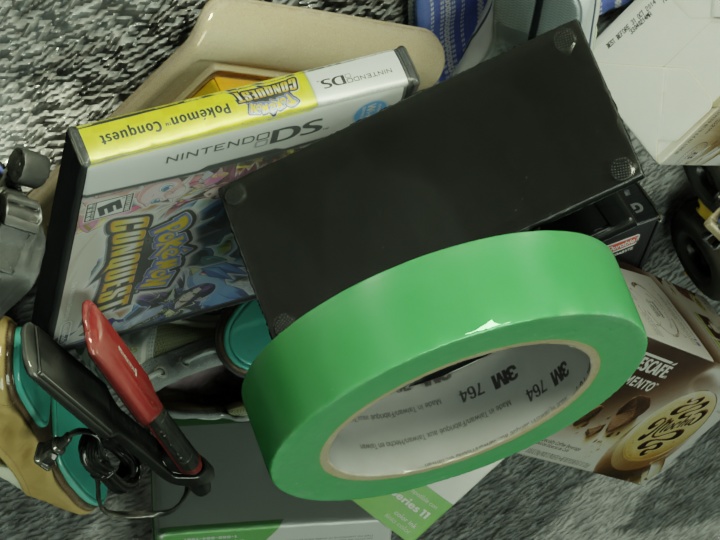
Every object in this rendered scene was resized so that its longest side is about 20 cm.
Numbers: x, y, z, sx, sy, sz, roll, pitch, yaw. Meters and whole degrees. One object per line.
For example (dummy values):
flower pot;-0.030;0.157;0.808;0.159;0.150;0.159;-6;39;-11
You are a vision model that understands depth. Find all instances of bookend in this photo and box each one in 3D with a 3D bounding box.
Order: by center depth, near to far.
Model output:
bookend;0.058;-0.014;1.409;0.198;0.092;0.200;-25;157;8

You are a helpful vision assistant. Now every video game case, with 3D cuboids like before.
video game case;-0.073;-0.032;1.403;0.180;0.026;0.200;-16;155;-21

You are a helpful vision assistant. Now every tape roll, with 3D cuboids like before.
tape roll;0.042;0.050;1.355;0.200;0.048;0.201;-18;157;-8

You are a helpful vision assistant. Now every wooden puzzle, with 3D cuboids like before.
wooden puzzle;-0.069;-0.057;1.423;0.185;0.037;0.200;4;139;-48

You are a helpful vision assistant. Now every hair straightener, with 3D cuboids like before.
hair straightener;-0.138;0.084;1.472;0.077;0.041;0.200;-18;148;10

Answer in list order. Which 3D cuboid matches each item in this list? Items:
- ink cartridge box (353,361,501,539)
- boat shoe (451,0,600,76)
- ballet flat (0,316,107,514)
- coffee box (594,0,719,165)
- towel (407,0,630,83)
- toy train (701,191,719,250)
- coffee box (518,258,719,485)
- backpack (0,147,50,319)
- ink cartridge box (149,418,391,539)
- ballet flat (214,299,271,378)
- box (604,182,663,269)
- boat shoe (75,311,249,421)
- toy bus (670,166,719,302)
ink cartridge box;0.074;0.048;1.561;0.067;0.117;0.200;39;114;-16
boat shoe;0.097;-0.122;1.435;0.067;0.073;0.200;-61;177;-28
ballet flat;-0.193;0.080;1.514;0.063;0.069;0.200;-6;150;8
coffee box;0.219;-0.124;1.543;0.114;0.080;0.200;-44;163;22
towel;0.116;-0.173;1.461;0.199;0.024;0.145;-26;150;-13
toy train;0.269;-0.079;1.537;0.034;0.046;0.200;39;106;-22
coffee box;0.156;0.061;1.712;0.113;0.080;0.200;-42;153;16
backpack;-0.260;0.000;1.206;0.199;0.154;0.191;-8;135;-29
ink cartridge box;-0.058;0.174;1.713;0.145;0.088;0.200;-4;145;-5
ballet flat;0.000;0.000;1.569;0.200;0.073;0.073;-33;153;-12
box;0.078;0.039;1.731;0.199;0.050;0.199;-19;150;-26
boat shoe;-0.080;0.061;1.579;0.074;0.065;0.202;-44;150;20
toy bus;0.300;-0.014;1.728;0.135;0.192;0.200;-25;149;-13
